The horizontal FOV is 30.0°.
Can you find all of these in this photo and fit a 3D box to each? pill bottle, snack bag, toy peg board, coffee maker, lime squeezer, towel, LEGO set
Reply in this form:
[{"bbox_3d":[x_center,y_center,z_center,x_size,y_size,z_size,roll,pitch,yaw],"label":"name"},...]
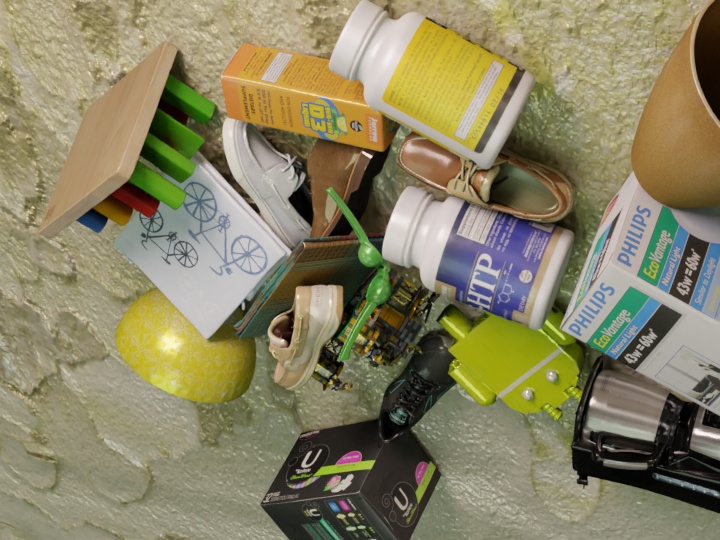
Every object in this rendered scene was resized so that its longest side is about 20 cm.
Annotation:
[{"bbox_3d":[0.132,-0.021,1.530,0.198,0.120,0.120,20,138,12],"label":"pill bottle"},{"bbox_3d":[-0.201,-0.028,1.683,0.189,0.021,0.200,45,125,3],"label":"snack bag"},{"bbox_3d":[0.072,-0.198,1.394,0.199,0.112,0.112,28,139,2],"label":"pill bottle"},{"bbox_3d":[-0.271,-0.134,1.611,0.097,0.201,0.199,33,142,-26],"label":"toy peg board"},{"bbox_3d":[0.367,0.208,1.633,0.198,0.136,0.192,15,160,19],"label":"coffee maker"},{"bbox_3d":[0.000,0.000,1.564,0.070,0.038,0.202,-5,100,-6],"label":"lime squeezer"},{"bbox_3d":[-0.056,0.016,1.641,0.200,0.146,0.022,-51,56,44],"label":"towel"},{"bbox_3d":[0.027,0.088,1.681,0.115,0.154,0.200,34,143,-5],"label":"LEGO set"}]

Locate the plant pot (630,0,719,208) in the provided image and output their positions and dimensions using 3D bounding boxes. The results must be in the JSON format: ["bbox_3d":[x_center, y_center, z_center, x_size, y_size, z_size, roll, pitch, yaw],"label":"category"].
[{"bbox_3d":[0.340,-0.138,1.263,0.186,0.187,0.200,34,153,-4],"label":"plant pot"}]

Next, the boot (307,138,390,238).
[{"bbox_3d":[-0.033,-0.093,1.594,0.075,0.074,0.201,34,126,13],"label":"boot"}]

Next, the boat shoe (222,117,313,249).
[{"bbox_3d":[-0.096,-0.110,1.624,0.071,0.070,0.201,-11,130,25],"label":"boat shoe"}]

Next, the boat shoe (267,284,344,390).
[{"bbox_3d":[-0.079,0.077,1.644,0.069,0.074,0.201,12,140,-15],"label":"boat shoe"}]

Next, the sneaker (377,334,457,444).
[{"bbox_3d":[0.078,0.161,1.776,0.075,0.079,0.200,31,138,1],"label":"sneaker"}]

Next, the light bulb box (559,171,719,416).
[{"bbox_3d":[0.338,0.008,1.375,0.199,0.199,0.125,28,140,1],"label":"light bulb box"}]

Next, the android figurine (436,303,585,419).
[{"bbox_3d":[0.192,0.103,1.659,0.200,0.041,0.182,44,128,-7],"label":"android figurine"}]

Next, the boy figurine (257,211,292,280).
[{"bbox_3d":[-0.133,-0.027,1.725,0.200,0.065,0.124,42,136,-8],"label":"boy figurine"}]

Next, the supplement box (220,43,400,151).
[{"bbox_3d":[-0.053,-0.195,1.507,0.198,0.069,0.067,12,138,17],"label":"supplement box"}]

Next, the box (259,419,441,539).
[{"bbox_3d":[-0.013,0.314,1.927,0.199,0.149,0.125,-16,121,40],"label":"box"}]

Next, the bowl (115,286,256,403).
[{"bbox_3d":[-0.219,0.073,1.802,0.199,0.200,0.108,28,116,3],"label":"bowl"}]

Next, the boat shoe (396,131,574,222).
[{"bbox_3d":[0.137,-0.105,1.461,0.198,0.074,0.076,17,102,8],"label":"boat shoe"}]
